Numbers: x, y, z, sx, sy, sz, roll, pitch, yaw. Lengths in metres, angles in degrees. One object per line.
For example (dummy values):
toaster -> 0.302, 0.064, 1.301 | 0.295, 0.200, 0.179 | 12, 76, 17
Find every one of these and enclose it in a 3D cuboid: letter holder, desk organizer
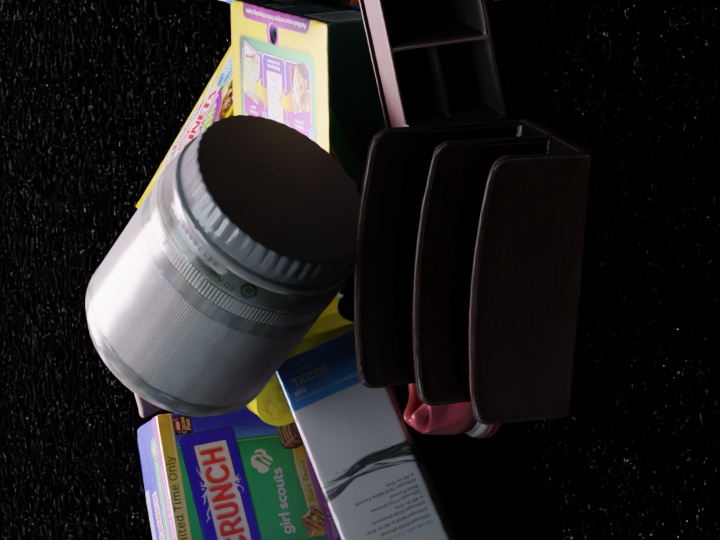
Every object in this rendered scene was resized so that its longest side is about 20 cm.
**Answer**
letter holder -> 0.077, 0.002, 1.491 | 0.101, 0.141, 0.201 | -141, 51, -61
desk organizer -> 0.058, -0.144, 1.533 | 0.077, 0.071, 0.201 | 39, 147, 57

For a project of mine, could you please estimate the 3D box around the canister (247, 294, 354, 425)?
canister -> -0.078, 0.037, 1.826 | 0.200, 0.148, 0.087 | 43, 141, 44

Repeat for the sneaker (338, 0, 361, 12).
sneaker -> 0.017, -0.203, 1.686 | 0.075, 0.078, 0.201 | -130, 35, -49

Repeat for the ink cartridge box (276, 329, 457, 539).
ink cartridge box -> 0.013, 0.168, 1.664 | 0.145, 0.083, 0.201 | 67, -179, -66

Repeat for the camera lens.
camera lens -> -0.105, 0.001, 1.568 | 0.200, 0.159, 0.161 | -51, 46, 38

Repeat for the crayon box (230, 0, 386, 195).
crayon box -> -0.042, -0.126, 1.673 | 0.200, 0.058, 0.174 | -154, 59, -61

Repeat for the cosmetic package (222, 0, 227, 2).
cosmetic package -> -0.123, -0.342, 1.830 | 0.200, 0.166, 0.167 | 180, 103, -68

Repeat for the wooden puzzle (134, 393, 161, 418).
wooden puzzle -> -0.152, 0.023, 1.943 | 0.046, 0.185, 0.201 | 41, 151, 41

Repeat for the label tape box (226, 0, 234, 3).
label tape box -> -0.082, -0.340, 1.694 | 0.143, 0.200, 0.066 | 46, 169, -9

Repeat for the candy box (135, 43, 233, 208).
candy box -> -0.133, -0.133, 1.888 | 0.201, 0.026, 0.102 | -60, 22, -5

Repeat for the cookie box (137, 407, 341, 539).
cookie box -> -0.087, 0.208, 1.861 | 0.075, 0.199, 0.172 | 139, 123, -63

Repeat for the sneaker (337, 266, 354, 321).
sneaker -> 0.000, 0.000, 1.710 | 0.083, 0.072, 0.200 | -54, 9, -9

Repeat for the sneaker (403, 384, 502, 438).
sneaker -> 0.065, 0.033, 1.599 | 0.074, 0.086, 0.202 | -179, 85, -67

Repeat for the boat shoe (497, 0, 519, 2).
boat shoe -> 0.066, -0.257, 1.567 | 0.200, 0.062, 0.073 | -126, 40, -50
